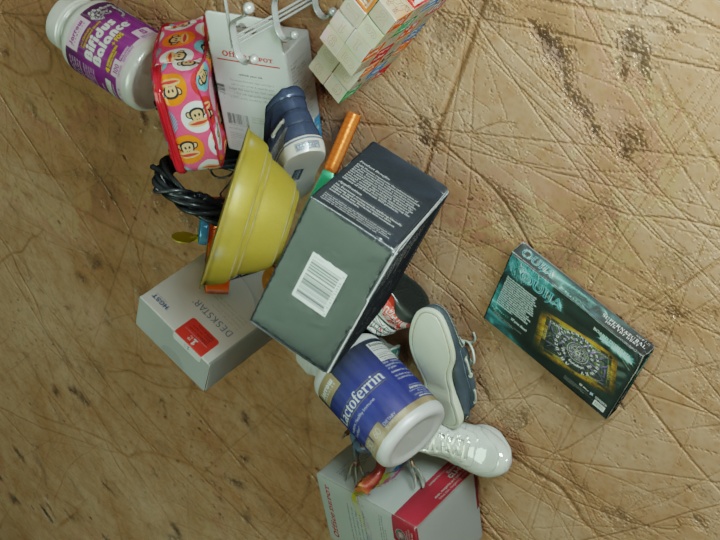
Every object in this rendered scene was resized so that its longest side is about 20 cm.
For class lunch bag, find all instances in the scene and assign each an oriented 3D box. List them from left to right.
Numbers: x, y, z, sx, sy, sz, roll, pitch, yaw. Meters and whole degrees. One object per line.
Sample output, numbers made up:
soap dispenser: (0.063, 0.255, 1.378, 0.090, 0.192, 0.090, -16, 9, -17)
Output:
lunch bag: (-0.218, -0.224, 1.632, 0.081, 0.201, 0.177, -10, 125, 4)

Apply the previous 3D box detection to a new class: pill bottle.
pill bottle: (-0.358, -0.320, 1.769, 0.199, 0.112, 0.113, 33, 141, 26)
pill bottle: (0.009, 0.159, 1.664, 0.200, 0.115, 0.116, 45, 146, 25)

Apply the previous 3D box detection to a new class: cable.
cable: (-0.197, -0.112, 1.688, 0.163, 0.199, 0.051, 51, 129, 20)

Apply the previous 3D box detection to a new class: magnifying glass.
magnifying glass: (-0.048, -0.106, 1.554, 0.022, 0.201, 0.080, 25, -176, 3)

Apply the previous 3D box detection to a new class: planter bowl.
planter bowl: (-0.123, -0.063, 1.454, 0.083, 0.201, 0.201, 17, 144, -7)

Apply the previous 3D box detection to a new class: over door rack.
over door rack: (-0.103, -0.354, 1.404, 0.066, 0.148, 0.201, 17, 133, 44)

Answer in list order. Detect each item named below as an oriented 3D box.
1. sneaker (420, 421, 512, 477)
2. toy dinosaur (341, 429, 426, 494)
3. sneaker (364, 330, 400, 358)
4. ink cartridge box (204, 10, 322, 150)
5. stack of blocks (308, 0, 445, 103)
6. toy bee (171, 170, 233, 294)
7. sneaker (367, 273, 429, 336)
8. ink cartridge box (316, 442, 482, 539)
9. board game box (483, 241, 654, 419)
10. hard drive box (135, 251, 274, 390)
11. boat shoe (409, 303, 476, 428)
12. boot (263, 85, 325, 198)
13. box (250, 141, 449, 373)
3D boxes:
sneaker: (0.118, 0.242, 1.712, 0.199, 0.099, 0.075, 19, 105, 39)
toy dinosaur: (0.004, 0.242, 1.764, 0.201, 0.105, 0.181, 62, -178, -4)
sneaker: (-0.019, 0.081, 1.781, 0.200, 0.070, 0.094, 41, 127, 20)
ink cartridge box: (-0.122, -0.248, 1.574, 0.115, 0.067, 0.201, 14, 131, 24)
stack of blocks: (0.015, -0.269, 1.371, 0.059, 0.115, 0.200, 51, 146, 2)
toy bee: (-0.203, -0.066, 1.833, 0.130, 0.201, 0.109, 25, 180, -10)
sneaker: (0.000, 0.001, 1.671, 0.202, 0.067, 0.108, 51, 144, -2)
ink cartridge box: (0.059, 0.351, 1.844, 0.199, 0.144, 0.146, 22, 136, 37)
board game box: (0.246, 0.073, 1.477, 0.200, 0.028, 0.136, 41, 144, 19)
hard drive box: (-0.212, 0.059, 1.856, 0.156, 0.200, 0.077, 41, 145, 15)
boat shoe: (0.119, 0.121, 1.642, 0.075, 0.062, 0.201, 13, 132, 41)
boot: (-0.095, -0.152, 1.550, 0.200, 0.072, 0.091, 135, 123, -62)
box: (-0.011, -0.019, 1.491, 0.124, 0.197, 0.201, 34, 123, 7)
